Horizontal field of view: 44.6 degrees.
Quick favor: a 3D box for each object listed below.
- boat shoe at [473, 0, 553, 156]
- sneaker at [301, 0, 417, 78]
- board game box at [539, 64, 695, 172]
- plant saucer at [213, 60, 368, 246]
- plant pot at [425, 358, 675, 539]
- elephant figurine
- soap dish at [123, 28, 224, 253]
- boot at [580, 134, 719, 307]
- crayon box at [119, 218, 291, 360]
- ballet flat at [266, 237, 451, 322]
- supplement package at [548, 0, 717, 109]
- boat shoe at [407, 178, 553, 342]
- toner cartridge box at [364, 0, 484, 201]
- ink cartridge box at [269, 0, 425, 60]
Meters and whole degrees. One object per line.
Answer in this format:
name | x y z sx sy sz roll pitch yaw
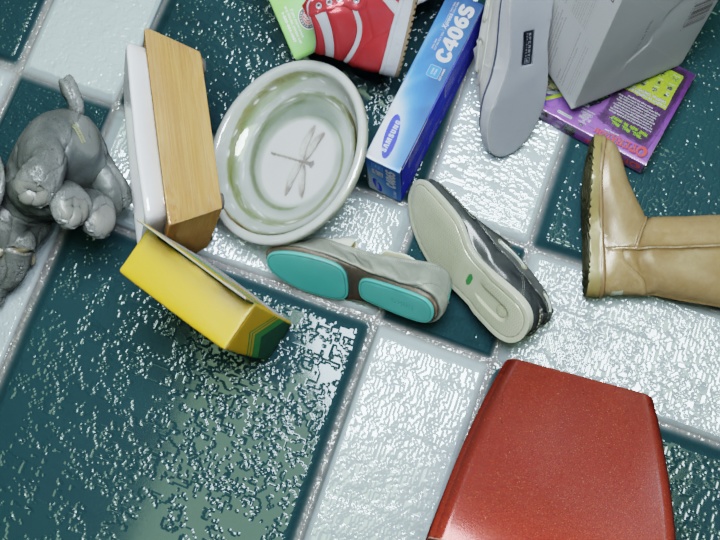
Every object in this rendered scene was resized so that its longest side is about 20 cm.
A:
boat shoe | 0.149 -0.220 0.910 0.070 0.203 0.070 -15 38 -18
sneaker | 0.005 -0.296 0.853 0.110 0.072 0.203 10 116 -4
board game box | 0.247 -0.207 0.958 0.198 0.032 0.121 32 77 11
plant saucer | -0.070 -0.118 0.926 0.197 0.050 0.204 -9 71 27
plant pot | 0.171 0.197 0.793 0.197 0.201 0.179 15 66 7
elephant figurine | -0.350 -0.074 0.914 0.198 0.142 0.156 -17 35 32
soap dish | -0.196 -0.119 0.906 0.080 0.157 0.204 -6 76 -18
boot | 0.328 -0.049 0.900 0.196 0.066 0.179 1 90 5
crayon box | -0.146 0.025 0.839 0.125 0.200 0.052 35 86 11
ballet flat | 0.000 0.000 0.914 0.197 0.068 0.064 17 49 13
supplement package | 0.244 -0.316 0.874 0.145 0.192 0.202 -22 70 -12
boat shoe | 0.121 -0.016 0.912 0.067 0.072 0.201 -21 65 -39
toner cartridge box | 0.068 -0.182 0.929 0.043 0.095 0.202 25 79 10
ink cartridge box | -0.005 -0.334 0.926 0.197 0.084 0.147 -21 106 12
